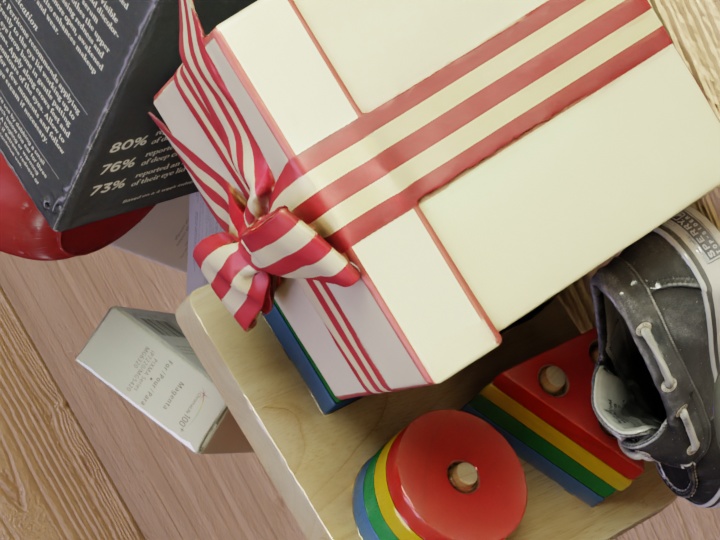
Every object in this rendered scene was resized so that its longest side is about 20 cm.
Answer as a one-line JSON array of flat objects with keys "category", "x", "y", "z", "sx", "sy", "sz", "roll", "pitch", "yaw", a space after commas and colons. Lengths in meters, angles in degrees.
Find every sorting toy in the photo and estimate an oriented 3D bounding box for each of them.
[{"category": "sorting toy", "x": 0.048, "y": 0.055, "z": 1.094, "sx": 0.199, "sy": 0.200, "sz": 0.070, "roll": 58, "pitch": 141, "yaw": 12}]

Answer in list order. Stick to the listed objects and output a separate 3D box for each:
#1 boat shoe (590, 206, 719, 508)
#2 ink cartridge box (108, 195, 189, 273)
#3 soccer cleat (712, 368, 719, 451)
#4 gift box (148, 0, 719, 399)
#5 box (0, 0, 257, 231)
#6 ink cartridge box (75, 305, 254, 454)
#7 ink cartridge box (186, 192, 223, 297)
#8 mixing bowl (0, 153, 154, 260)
[{"category": "boat shoe", "x": 0.136, "y": 0.055, "z": 1.026, "sx": 0.072, "sy": 0.068, "sz": 0.200, "roll": 48, "pitch": 163, "yaw": 33}, {"category": "ink cartridge box", "x": -0.107, "y": -0.045, "z": 1.518, "sx": 0.200, "sy": 0.067, "sz": 0.116, "roll": 21, "pitch": -164, "yaw": -45}, {"category": "soccer cleat", "x": 0.201, "y": 0.117, "z": 0.960, "sx": 0.200, "sy": 0.068, "sz": 0.073, "roll": 57, "pitch": 170, "yaw": -10}, {"category": "gift box", "x": 0.013, "y": -0.062, "z": 0.950, "sx": 0.200, "sy": 0.187, "sz": 0.185, "roll": 56, "pitch": 165, "yaw": 2}, {"category": "box", "x": -0.084, "y": -0.131, "z": 1.066, "sx": 0.104, "sy": 0.148, "sz": 0.200, "roll": 54, "pitch": 138, "yaw": 21}, {"category": "ink cartridge box", "x": -0.053, "y": 0.088, "z": 1.313, "sx": 0.173, "sy": 0.044, "sz": 0.200, "roll": 37, "pitch": -173, "yaw": 16}, {"category": "ink cartridge box", "x": -0.063, "y": -0.051, "z": 1.283, "sx": 0.200, "sy": 0.043, "sz": 0.197, "roll": -132, "pitch": 44, "yaw": -68}, {"category": "mixing bowl", "x": -0.176, "y": -0.080, "z": 1.342, "sx": 0.108, "sy": 0.200, "sz": 0.200, "roll": 44, "pitch": 162, "yaw": 18}]
